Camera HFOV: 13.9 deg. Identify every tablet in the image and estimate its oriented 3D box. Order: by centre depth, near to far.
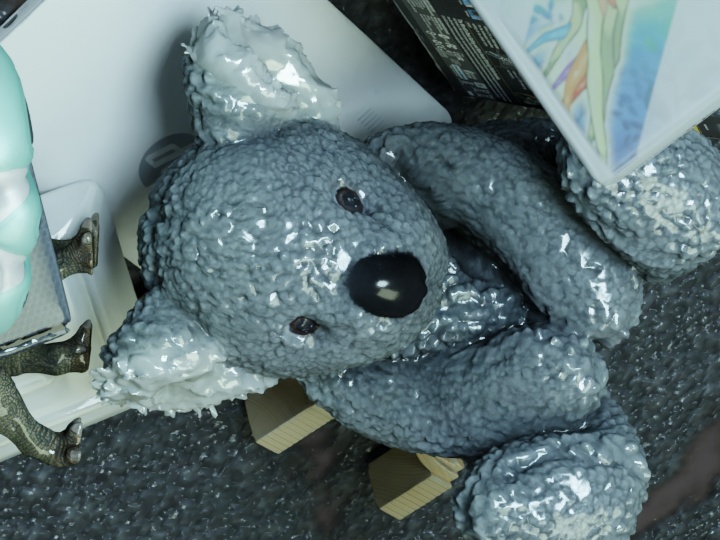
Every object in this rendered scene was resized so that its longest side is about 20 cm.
[{"bbox_3d":[-0.060,-0.059,1.132,0.130,0.014,0.200,-43,137,8],"label":"tablet"}]

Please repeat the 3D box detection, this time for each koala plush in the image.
[{"bbox_3d":[0.000,0.000,1.096,0.200,0.184,0.178,11,99,-33],"label":"koala plush"}]

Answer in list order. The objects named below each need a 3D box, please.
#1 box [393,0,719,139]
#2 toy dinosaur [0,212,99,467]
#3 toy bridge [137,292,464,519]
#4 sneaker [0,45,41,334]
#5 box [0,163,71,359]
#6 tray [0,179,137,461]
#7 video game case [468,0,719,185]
[{"bbox_3d":[0.094,-0.097,1.051,0.200,0.161,0.049,45,59,-70],"label":"box"},{"bbox_3d":[-0.149,0.020,1.072,0.102,0.077,0.200,5,107,-4],"label":"toy dinosaur"},{"bbox_3d":[-0.017,0.050,1.234,0.067,0.027,0.200,-34,140,23],"label":"toy bridge"},{"bbox_3d":[-0.181,-0.066,0.902,0.140,0.078,0.200,-14,96,-18],"label":"sneaker"},{"bbox_3d":[-0.196,-0.051,0.965,0.157,0.051,0.200,-19,109,-19],"label":"box"},{"bbox_3d":[-0.176,0.046,1.119,0.200,0.022,0.108,-22,123,-10],"label":"tray"},{"bbox_3d":[0.090,-0.159,0.921,0.182,0.200,0.022,-37,173,23],"label":"video game case"}]
